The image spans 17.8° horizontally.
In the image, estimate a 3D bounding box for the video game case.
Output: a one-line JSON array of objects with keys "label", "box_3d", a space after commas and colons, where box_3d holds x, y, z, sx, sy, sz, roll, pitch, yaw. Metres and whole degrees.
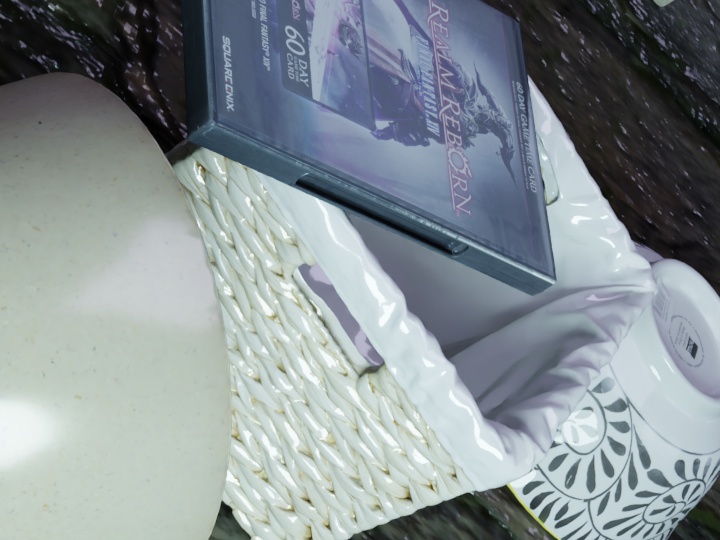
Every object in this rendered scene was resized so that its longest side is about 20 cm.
[{"label": "video game case", "box_3d": [0.004, -0.083, 0.975, 0.199, 0.019, 0.144, 23, 49, -38]}]

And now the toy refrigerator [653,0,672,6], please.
[{"label": "toy refrigerator", "box_3d": [0.172, -0.283, 1.549, 0.200, 0.070, 0.076, 45, 38, -20]}]

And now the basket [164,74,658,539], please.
[{"label": "basket", "box_3d": [0.000, 0.000, 1.060, 0.199, 0.160, 0.200, 55, 35, -7]}]

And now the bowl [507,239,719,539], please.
[{"label": "bowl", "box_3d": [0.150, 0.052, 1.266, 0.200, 0.094, 0.202, 31, 44, -36]}]

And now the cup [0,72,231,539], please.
[{"label": "cup", "box_3d": [-0.159, 0.037, 0.836, 0.143, 0.200, 0.201, -12, 75, -34]}]
